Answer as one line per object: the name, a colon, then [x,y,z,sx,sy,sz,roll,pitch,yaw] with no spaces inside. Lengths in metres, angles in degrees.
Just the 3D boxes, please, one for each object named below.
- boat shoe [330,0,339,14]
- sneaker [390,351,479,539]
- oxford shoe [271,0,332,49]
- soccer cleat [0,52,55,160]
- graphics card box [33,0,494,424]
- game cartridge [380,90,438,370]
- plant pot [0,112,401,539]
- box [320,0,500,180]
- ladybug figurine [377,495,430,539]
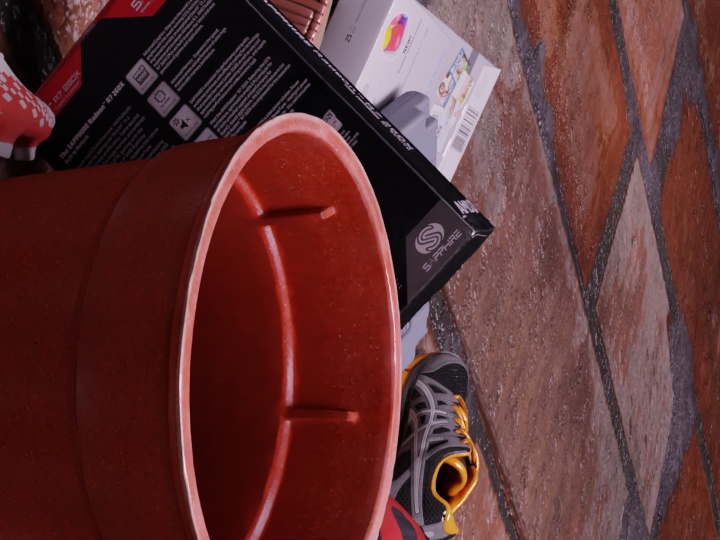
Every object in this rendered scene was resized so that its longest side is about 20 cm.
boat shoe: [-0.048,-0.182,0.978,0.200,0.070,0.064,-15,102,-69]
sneaker: [0.054,0.134,1.215,0.201,0.076,0.079,-65,145,-48]
oxford shoe: [-0.061,-0.105,0.913,0.201,0.070,0.074,-64,165,5]
soccer cleat: [-0.184,-0.097,0.655,0.200,0.068,0.086,21,75,-61]
graphics card box: [-0.050,-0.044,0.763,0.126,0.200,0.051,-47,169,13]
game cartridge: [0.000,0.000,1.055,0.133,0.041,0.202,-37,141,-40]
plant pot: [-0.108,0.041,0.668,0.200,0.193,0.203,0,90,-67]
box: [0.017,-0.095,1.101,0.157,0.041,0.200,-66,157,2]
ladybug figurine: [-0.005,0.164,0.808,0.200,0.071,0.137,45,48,-58]
